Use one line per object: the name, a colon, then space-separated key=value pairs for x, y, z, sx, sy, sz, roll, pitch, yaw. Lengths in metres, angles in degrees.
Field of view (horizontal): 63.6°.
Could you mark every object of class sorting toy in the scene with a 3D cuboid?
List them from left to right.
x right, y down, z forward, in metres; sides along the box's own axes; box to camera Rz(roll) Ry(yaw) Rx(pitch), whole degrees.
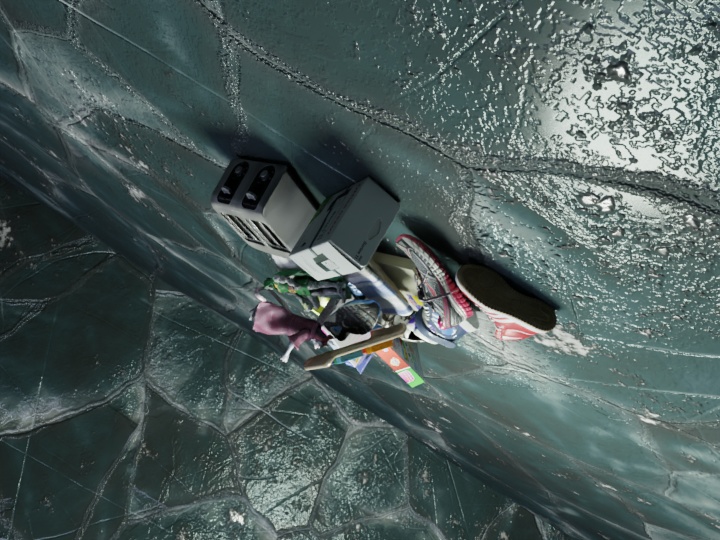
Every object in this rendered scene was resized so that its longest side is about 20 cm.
sorting toy: x=-0.012 y=0.175 z=1.273 sx=0.037 sy=0.197 sz=0.185 roll=68 pitch=155 yaw=4
sorting toy: x=0.000 y=0.000 z=1.278 sx=0.199 sy=0.037 sz=0.185 roll=28 pitch=163 yaw=51

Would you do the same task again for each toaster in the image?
toaster: x=-0.187 y=-0.124 z=1.201 sx=0.179 sy=0.120 sz=0.201 roll=17 pitch=156 yaw=38

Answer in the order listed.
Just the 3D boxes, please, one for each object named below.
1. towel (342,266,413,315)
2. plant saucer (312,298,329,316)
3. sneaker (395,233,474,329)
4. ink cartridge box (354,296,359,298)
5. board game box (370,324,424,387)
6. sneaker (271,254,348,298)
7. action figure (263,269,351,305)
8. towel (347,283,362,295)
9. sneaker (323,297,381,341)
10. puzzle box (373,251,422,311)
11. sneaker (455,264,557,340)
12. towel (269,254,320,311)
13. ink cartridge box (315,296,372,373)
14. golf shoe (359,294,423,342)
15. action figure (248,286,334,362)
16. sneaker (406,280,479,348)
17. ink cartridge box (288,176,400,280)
towel: x=0.014 y=0.029 z=1.227 sx=0.199 sy=0.024 sz=0.146 roll=42 pitch=165 yaw=-14
plant saucer: x=-0.071 y=0.110 z=1.582 sx=0.199 sy=0.048 sz=0.199 roll=36 pitch=163 yaw=-17
sneaker: x=0.127 y=0.020 z=1.062 sx=0.201 sy=0.074 sz=0.081 roll=53 pitch=-170 yaw=-7
ink cartridge box: x=-0.088 y=0.044 z=1.579 sx=0.199 sy=0.040 sz=0.099 roll=39 pitch=161 yaw=-25
board game box: x=0.091 y=0.186 z=1.502 sx=0.040 sy=0.155 sz=0.200 roll=-28 pitch=129 yaw=19
sneaker: x=-0.114 y=-0.016 z=1.320 sx=0.199 sy=0.078 sz=0.080 roll=36 pitch=144 yaw=-29
action figure: x=-0.127 y=0.036 z=1.294 sx=0.196 sy=0.056 sz=0.119 roll=4 pitch=147 yaw=20
towel: x=-0.075 y=-0.005 z=1.426 sx=0.200 sy=0.049 sz=0.111 roll=44 pitch=157 yaw=-31
sneaker: x=-0.012 y=0.088 z=1.269 sx=0.079 sy=0.090 sz=0.199 roll=47 pitch=151 yaw=-10
puzzle box: x=0.108 y=0.034 z=1.275 sx=0.131 sy=0.026 sz=0.200 roll=14 pitch=154 yaw=41
sneaker: x=0.248 y=0.066 z=1.069 sx=0.198 sy=0.072 sz=0.113 roll=30 pitch=158 yaw=-2
towel: x=-0.174 y=-0.005 z=1.429 sx=0.202 sy=0.048 sz=0.171 roll=59 pitch=173 yaw=-25
ink cartridge box: x=-0.027 y=0.152 z=1.451 sx=0.041 sy=0.120 sz=0.201 roll=4 pitch=141 yaw=45
golf shoe: x=0.083 y=0.109 z=1.374 sx=0.198 sy=0.079 sz=0.094 roll=32 pitch=174 yaw=-31
action figure: x=-0.149 y=0.123 z=1.343 sx=0.196 sy=0.152 sz=0.134 roll=13 pitch=-165 yaw=15
sneaker: x=0.141 y=0.089 z=1.204 sx=0.145 sy=0.082 sz=0.199 roll=-24 pitch=135 yaw=31
ink cartridge box: x=-0.033 y=-0.070 z=1.054 sx=0.083 sy=0.148 sz=0.199 roll=38 pitch=159 yaw=-18
